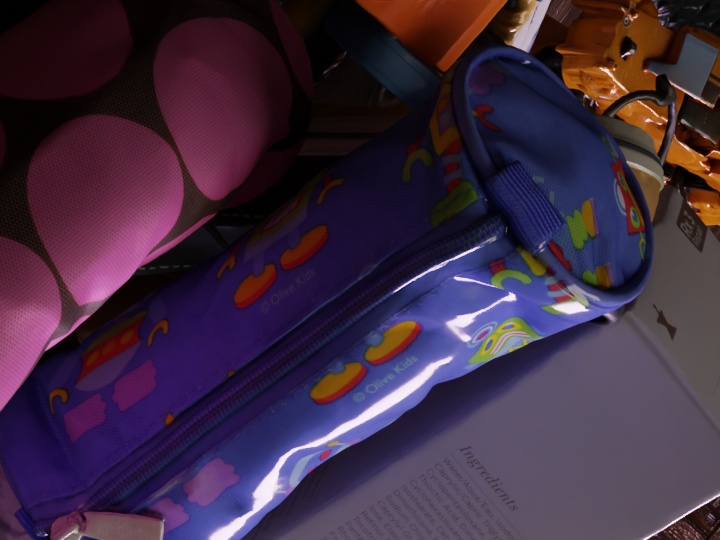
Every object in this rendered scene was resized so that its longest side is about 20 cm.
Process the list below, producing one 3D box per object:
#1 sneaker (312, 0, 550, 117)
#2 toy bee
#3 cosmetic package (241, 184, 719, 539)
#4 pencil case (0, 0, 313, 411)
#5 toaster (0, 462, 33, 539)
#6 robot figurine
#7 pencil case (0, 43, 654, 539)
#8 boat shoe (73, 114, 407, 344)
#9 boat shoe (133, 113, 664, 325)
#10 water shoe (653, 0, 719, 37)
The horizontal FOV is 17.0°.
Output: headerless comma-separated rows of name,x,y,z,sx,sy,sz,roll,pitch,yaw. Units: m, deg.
sneaker,0.015,-0.056,0.901,0.200,0.075,0.088,-51,171,19
toy bee,0.006,-0.090,0.740,0.131,0.109,0.200,-37,142,-12
cosmetic package,0.040,0.066,0.798,0.200,0.074,0.102,-34,-167,28
pencil case,-0.097,-0.005,0.607,0.200,0.091,0.094,-43,163,-37
toaster,-0.135,0.106,0.776,0.129,0.114,0.200,-54,168,5
robot figurine,0.127,-0.067,0.992,0.200,0.145,0.058,26,81,-45
pencil case,-0.016,0.022,0.657,0.200,0.078,0.087,-35,-172,26
boat shoe,0.000,0.000,0.838,0.200,0.071,0.069,-16,131,2
boat shoe,-0.006,-0.009,0.730,0.075,0.200,0.062,29,62,-63
water shoe,0.113,-0.159,0.979,0.071,0.079,0.200,-13,153,14
